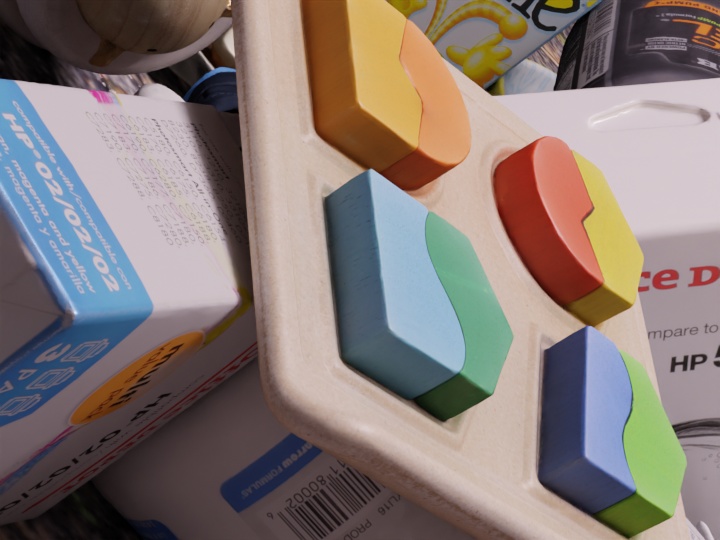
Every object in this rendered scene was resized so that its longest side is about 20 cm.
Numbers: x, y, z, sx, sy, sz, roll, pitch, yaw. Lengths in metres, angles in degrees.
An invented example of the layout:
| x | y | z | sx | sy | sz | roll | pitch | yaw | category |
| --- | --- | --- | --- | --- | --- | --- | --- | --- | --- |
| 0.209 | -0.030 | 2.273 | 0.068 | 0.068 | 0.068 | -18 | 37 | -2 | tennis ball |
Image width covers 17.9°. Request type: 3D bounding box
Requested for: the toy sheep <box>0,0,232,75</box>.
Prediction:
| x | y | z | sx | sy | sz | roll | pitch | yaw | category |
| --- | --- | --- | --- | --- | --- | --- | --- | --- | --- |
| -0.101 | -0.149 | 0.864 | 0.138 | 0.138 | 0.200 | 37 | 18 | -44 | toy sheep |

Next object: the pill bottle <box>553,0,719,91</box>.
| x | y | z | sx | sy | sz | roll | pitch | yaw | category |
| --- | --- | --- | --- | --- | --- | --- | --- | --- | --- |
| 0.130 | -0.050 | 0.975 | 0.106 | 0.106 | 0.200 | 49 | 22 | -13 | pill bottle |

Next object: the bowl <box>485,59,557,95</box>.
| x | y | z | sx | sy | sz | roll | pitch | yaw | category |
| --- | --- | --- | --- | --- | --- | --- | --- | --- | --- |
| 0.093 | 0.008 | 1.099 | 0.200 | 0.108 | 0.200 | 43 | 22 | -22 | bowl |

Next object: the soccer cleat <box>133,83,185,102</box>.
| x | y | z | sx | sy | sz | roll | pitch | yaw | category |
| --- | --- | --- | --- | --- | --- | --- | --- | --- | --- |
| -0.026 | 0.001 | 0.836 | 0.069 | 0.085 | 0.200 | 29 | 29 | -55 | soccer cleat |

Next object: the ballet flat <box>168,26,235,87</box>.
| x | y | z | sx | sy | sz | roll | pitch | yaw | category |
| --- | --- | --- | --- | --- | --- | --- | --- | --- | --- |
| -0.050 | -0.100 | 0.997 | 0.200 | 0.064 | 0.067 | 51 | 41 | -12 | ballet flat |

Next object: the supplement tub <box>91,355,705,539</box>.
| x | y | z | sx | sy | sz | roll | pitch | yaw | category |
| --- | --- | --- | --- | --- | --- | --- | --- | --- | --- |
| 0.023 | 0.085 | 0.716 | 0.200 | 0.132 | 0.132 | 49 | 17 | -17 | supplement tub |

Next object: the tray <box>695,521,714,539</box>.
| x | y | z | sx | sy | sz | roll | pitch | yaw | category |
| --- | --- | --- | --- | --- | --- | --- | --- | --- | --- |
| 0.135 | 0.176 | 0.752 | 0.200 | 0.022 | 0.108 | -104 | -179 | -67 | tray |

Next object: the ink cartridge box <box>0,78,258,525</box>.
| x | y | z | sx | sy | sz | roll | pitch | yaw | category |
| --- | --- | --- | --- | --- | --- | --- | --- | --- | --- |
| -0.085 | 0.013 | 0.587 | 0.068 | 0.115 | 0.200 | 57 | 17 | 10 | ink cartridge box |

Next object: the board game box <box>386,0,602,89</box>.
| x | y | z | sx | sy | sz | roll | pitch | yaw | category |
| --- | --- | --- | --- | --- | --- | --- | --- | --- | --- |
| 0.029 | -0.140 | 1.074 | 0.103 | 0.200 | 0.105 | 48 | 16 | -18 | board game box |

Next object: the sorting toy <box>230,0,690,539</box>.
| x | y | z | sx | sy | sz | roll | pitch | yaw | category |
| --- | --- | --- | --- | --- | --- | --- | --- | --- | --- |
| 0.036 | 0.000 | 0.642 | 0.185 | 0.036 | 0.200 | 33 | 33 | -39 | sorting toy |

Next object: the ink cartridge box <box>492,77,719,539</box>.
| x | y | z | sx | sy | sz | roll | pitch | yaw | category |
| --- | --- | --- | --- | --- | --- | --- | --- | --- | --- |
| 0.102 | 0.036 | 0.850 | 0.084 | 0.146 | 0.200 | -104 | -169 | -50 | ink cartridge box |

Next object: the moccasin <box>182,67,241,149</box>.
| x | y | z | sx | sy | sz | roll | pitch | yaw | category |
| --- | --- | --- | --- | --- | --- | --- | --- | --- | --- |
| 0.000 | 0.000 | 0.944 | 0.200 | 0.081 | 0.068 | 37 | 4 | -10 | moccasin |
